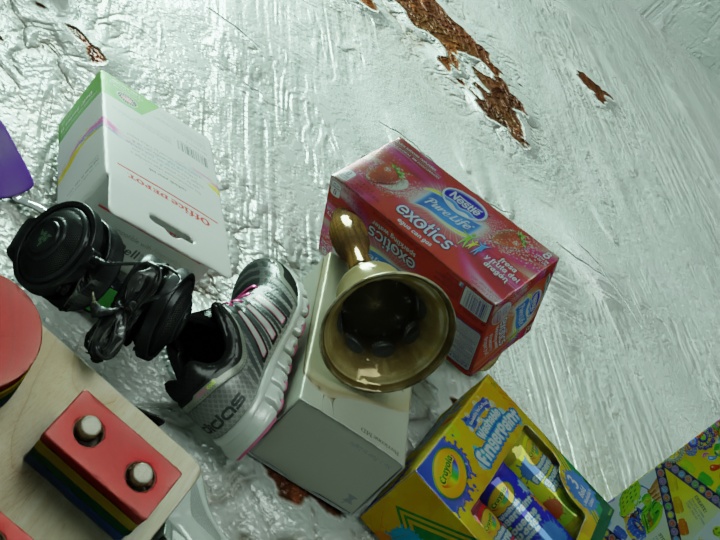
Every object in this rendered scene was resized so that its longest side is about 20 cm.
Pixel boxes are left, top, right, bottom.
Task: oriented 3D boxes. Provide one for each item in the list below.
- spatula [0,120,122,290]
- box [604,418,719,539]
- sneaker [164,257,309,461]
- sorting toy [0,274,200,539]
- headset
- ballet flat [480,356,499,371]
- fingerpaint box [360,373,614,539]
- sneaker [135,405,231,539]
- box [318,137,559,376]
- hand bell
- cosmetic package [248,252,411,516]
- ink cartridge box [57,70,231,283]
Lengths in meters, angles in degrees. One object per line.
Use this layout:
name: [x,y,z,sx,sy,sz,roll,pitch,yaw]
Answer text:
spatula: [-0.229,-0.034,0.860,0.200,0.021,0.057,48,27,3]
box: [0.365,0.234,1.110,0.200,0.193,0.122,8,45,-49]
sneaker: [-0.098,0.046,0.871,0.087,0.074,0.200,39,33,-23]
sorting toy: [-0.204,0.104,0.586,0.199,0.070,0.200,42,52,-5]
headset: [-0.169,0.019,0.742,0.123,0.200,0.094,34,72,-21]
ballet flat: [0.068,0.040,1.107,0.200,0.065,0.071,21,37,-36]
fingerpaint box: [0.113,0.199,0.948,0.167,0.073,0.200,47,28,4]
sneaker: [-0.150,0.123,0.715,0.200,0.074,0.088,56,25,4]
box: [0.065,-0.015,1.033,0.200,0.100,0.095,39,51,24]
hand bell: [0.000,0.000,0.928,0.104,0.104,0.200,30,18,-26]
cosmetic package: [-0.017,0.086,0.929,0.103,0.073,0.200,34,29,-17]
ink cartridge box: [-0.170,-0.056,0.889,0.117,0.067,0.200,32,24,-32]
